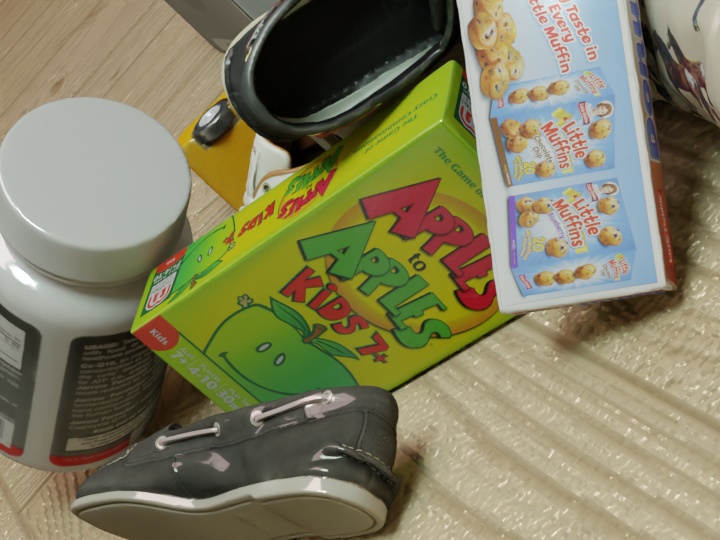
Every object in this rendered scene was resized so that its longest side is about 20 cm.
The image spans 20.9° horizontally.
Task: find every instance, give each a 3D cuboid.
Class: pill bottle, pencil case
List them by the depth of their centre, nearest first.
[{"bbox_3d":[0.149,-0.097,0.822,0.078,0.090,0.200,-21,21,-11],"label":"pencil case"},{"bbox_3d":[-0.149,0.009,1.024,0.200,0.114,0.114,111,-179,-51],"label":"pill bottle"}]

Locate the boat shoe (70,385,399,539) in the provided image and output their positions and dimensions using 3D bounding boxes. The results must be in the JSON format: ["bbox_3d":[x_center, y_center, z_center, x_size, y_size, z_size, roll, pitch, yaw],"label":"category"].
[{"bbox_3d":[-0.055,0.091,0.890,0.200,0.067,0.057,-11,52,45],"label":"boat shoe"}]

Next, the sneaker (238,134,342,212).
[{"bbox_3d":[-0.046,-0.031,1.050,0.200,0.085,0.073,-44,25,16],"label":"sneaker"}]

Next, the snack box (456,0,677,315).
[{"bbox_3d":[0.079,-0.086,0.799,0.072,0.201,0.024,-9,-5,21],"label":"snack box"}]

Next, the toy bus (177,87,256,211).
[{"bbox_3d":[-0.021,-0.126,1.176,0.200,0.065,0.078,-40,24,17],"label":"toy bus"}]

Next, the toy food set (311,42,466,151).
[{"bbox_3d":[0.059,-0.124,0.935,0.200,0.143,0.060,-49,23,-2],"label":"toy food set"}]

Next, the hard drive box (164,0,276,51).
[{"bbox_3d":[-0.043,-0.255,1.404,0.200,0.077,0.156,-51,23,-8],"label":"hard drive box"}]

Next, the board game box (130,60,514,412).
[{"bbox_3d":[0.000,0.000,0.895,0.200,0.102,0.048,-33,27,32],"label":"board game box"}]

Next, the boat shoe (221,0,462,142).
[{"bbox_3d":[0.028,-0.127,0.856,0.201,0.074,0.063,-38,15,-5],"label":"boat shoe"}]
